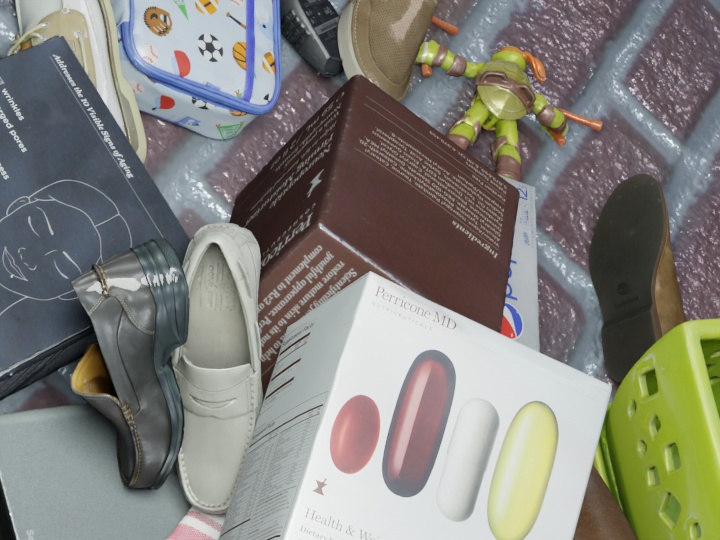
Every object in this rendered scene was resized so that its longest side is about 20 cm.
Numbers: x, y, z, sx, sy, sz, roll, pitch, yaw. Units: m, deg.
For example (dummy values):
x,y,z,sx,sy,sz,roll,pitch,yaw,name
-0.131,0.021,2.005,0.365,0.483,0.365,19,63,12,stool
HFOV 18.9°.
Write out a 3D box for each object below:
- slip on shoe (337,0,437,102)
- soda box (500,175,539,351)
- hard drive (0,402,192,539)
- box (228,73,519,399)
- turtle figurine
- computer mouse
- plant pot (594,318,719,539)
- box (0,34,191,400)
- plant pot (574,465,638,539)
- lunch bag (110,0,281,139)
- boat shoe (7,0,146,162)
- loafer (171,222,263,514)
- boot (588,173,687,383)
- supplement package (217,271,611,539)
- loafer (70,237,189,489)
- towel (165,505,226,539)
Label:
x,y,z,sx,sy,sz,roll,pitch,yaw,name
0.033,-0.217,1.817,0.076,0.060,0.201,43,40,-27,slip on shoe
0.099,0.021,1.751,0.068,0.063,0.201,16,58,-27,soda box
-0.164,0.159,1.510,0.199,0.033,0.140,-6,70,-37,hard drive
0.000,0.000,1.595,0.164,0.166,0.200,35,34,-17,box
0.124,-0.135,1.852,0.199,0.064,0.162,31,52,-19,turtle figurine
-0.016,-0.154,1.791,0.201,0.034,0.059,60,29,0,computer mouse
0.297,0.164,1.736,0.199,0.181,0.200,2,64,-34,plant pot
-0.249,-0.027,1.488,0.196,0.124,0.201,-29,85,-40,box
0.104,0.177,1.609,0.186,0.187,0.201,5,53,-33,plant pot
-0.131,-0.210,1.707,0.160,0.075,0.201,18,58,-30,lunch bag
-0.223,-0.161,1.613,0.068,0.075,0.201,-11,74,-44,boat shoe
-0.100,0.068,1.466,0.070,0.070,0.201,0,96,7,loafer
0.247,0.015,1.868,0.075,0.073,0.201,28,55,-44,boot
0.031,0.143,1.414,0.191,0.147,0.201,24,66,-16,supplement package
-0.158,0.067,1.434,0.072,0.201,0.073,-12,38,-21,loafer
-0.055,0.202,1.496,0.146,0.030,0.200,30,48,11,towel
